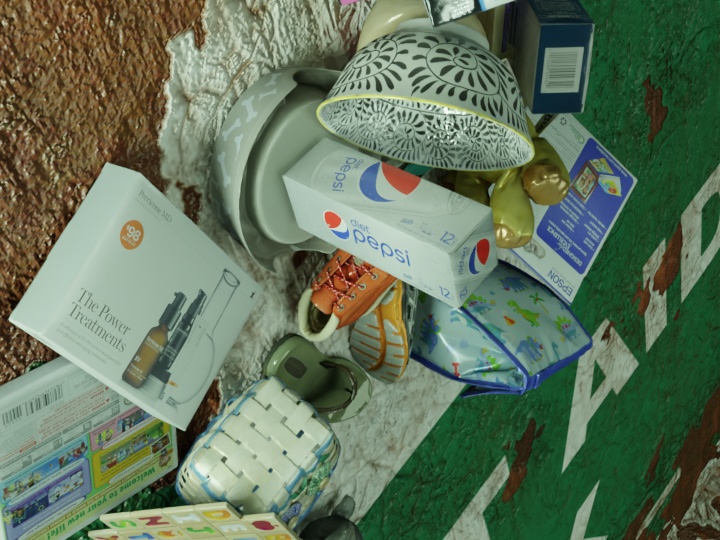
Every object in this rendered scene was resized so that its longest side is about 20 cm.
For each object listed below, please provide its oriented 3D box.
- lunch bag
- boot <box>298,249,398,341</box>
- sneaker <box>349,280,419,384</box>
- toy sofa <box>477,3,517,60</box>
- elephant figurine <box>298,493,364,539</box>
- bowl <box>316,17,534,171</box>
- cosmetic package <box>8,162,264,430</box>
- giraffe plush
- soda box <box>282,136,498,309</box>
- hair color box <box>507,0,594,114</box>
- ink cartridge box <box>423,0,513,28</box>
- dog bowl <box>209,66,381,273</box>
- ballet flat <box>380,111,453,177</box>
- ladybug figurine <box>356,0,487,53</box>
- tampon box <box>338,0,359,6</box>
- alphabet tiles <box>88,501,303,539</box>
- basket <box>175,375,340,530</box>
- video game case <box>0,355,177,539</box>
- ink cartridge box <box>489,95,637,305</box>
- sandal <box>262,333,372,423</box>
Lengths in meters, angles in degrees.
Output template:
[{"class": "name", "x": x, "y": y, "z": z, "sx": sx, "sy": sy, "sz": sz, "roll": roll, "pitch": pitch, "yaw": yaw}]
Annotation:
[{"class": "lunch bag", "x": 0.169, "y": 0.076, "z": 1.329, "sx": 0.169, "sy": 0.198, "sz": 0.130, "roll": -21, "pitch": 128, "yaw": -46}, {"class": "boot", "x": 0.000, "y": 0.000, "z": 1.101, "sx": 0.107, "sy": 0.075, "sz": 0.201, "roll": -33, "pitch": 161, "yaw": -42}, {"class": "sneaker", "x": 0.038, "y": 0.044, "z": 1.243, "sx": 0.077, "sy": 0.077, "sz": 0.203, "roll": -39, "pitch": 141, "yaw": -47}, {"class": "toy sofa", "x": 0.133, "y": -0.326, "z": 1.120, "sx": 0.097, "sy": 0.082, "sz": 0.203, "roll": -31, "pitch": 134, "yaw": -39}, {"class": "elephant figurine", "x": -0.053, "y": 0.352, "z": 1.255, "sx": 0.141, "sy": 0.156, "sz": 0.200, "roll": -37, "pitch": 153, "yaw": 0}, {"class": "bowl", "x": 0.066, "y": -0.164, "z": 0.952, "sx": 0.200, "sy": 0.198, "sz": 0.096, "roll": 24, "pitch": 76, "yaw": -56}, {"class": "cosmetic package", "x": -0.184, "y": 0.028, "z": 0.918, "sx": 0.200, "sy": 0.051, "sz": 0.153, "roll": 47, "pitch": 65, "yaw": -49}, {"class": "giraffe plush", "x": 0.140, "y": -0.148, "z": 1.195, "sx": 0.162, "sy": 0.171, "sz": 0.203, "roll": 36, "pitch": 77, "yaw": -46}, {"class": "soda box", "x": 0.025, "y": -0.046, "z": 0.942, "sx": 0.063, "sy": 0.198, "sz": 0.069, "roll": -43, "pitch": 140, "yaw": -26}, {"class": "hair color box", "x": 0.200, "y": -0.260, "z": 1.166, "sx": 0.059, "sy": 0.201, "sz": 0.102, "roll": -1, "pitch": 124, "yaw": -4}, {"class": "ink cartridge box", "x": 0.122, "y": -0.262, "z": 0.936, "sx": 0.040, "sy": 0.098, "sz": 0.200, "roll": 67, "pitch": 24, "yaw": -17}, {"class": "dog bowl", "x": -0.063, "y": -0.101, "z": 1.019, "sx": 0.199, "sy": 0.058, "sz": 0.203, "roll": -33, "pitch": 137, "yaw": -38}, {"class": "ballet flat", "x": 0.039, "y": -0.116, "z": 1.116, "sx": 0.069, "sy": 0.070, "sz": 0.200, "roll": -20, "pitch": 163, "yaw": -46}, {"class": "ladybug figurine", "x": 0.060, "y": -0.221, "z": 1.065, "sx": 0.201, "sy": 0.133, "sz": 0.073, "roll": 73, "pitch": 8, "yaw": -66}, {"class": "tampon box", "x": 0.072, "y": -0.336, "z": 0.937, "sx": 0.199, "sy": 0.148, "sz": 0.128, "roll": -35, "pitch": 111, "yaw": -36}, {"class": "alphabet tiles", "x": -0.154, "y": 0.264, "z": 1.031, "sx": 0.167, "sy": 0.196, "sz": 0.006, "roll": 60, "pitch": 26, "yaw": -50}, {"class": "basket", "x": -0.108, "y": 0.207, "z": 1.105, "sx": 0.177, "sy": 0.139, "sz": 0.200, "roll": -48, "pitch": 177, "yaw": -19}, {"class": "video game case", "x": -0.249, "y": 0.150, "z": 0.962, "sx": 0.199, "sy": 0.022, "sz": 0.185, "roll": -30, "pitch": 133, "yaw": -43}, {"class": "ink cartridge box", "x": 0.238, "y": -0.095, "z": 1.353, "sx": 0.197, "sy": 0.047, "sz": 0.202, "roll": 39, "pitch": 75, "yaw": -22}, {"class": "sandal", "x": -0.041, "y": 0.133, "z": 1.204, "sx": 0.081, "sy": 0.057, "sz": 0.200, "roll": -61, "pitch": 147, "yaw": -4}]
